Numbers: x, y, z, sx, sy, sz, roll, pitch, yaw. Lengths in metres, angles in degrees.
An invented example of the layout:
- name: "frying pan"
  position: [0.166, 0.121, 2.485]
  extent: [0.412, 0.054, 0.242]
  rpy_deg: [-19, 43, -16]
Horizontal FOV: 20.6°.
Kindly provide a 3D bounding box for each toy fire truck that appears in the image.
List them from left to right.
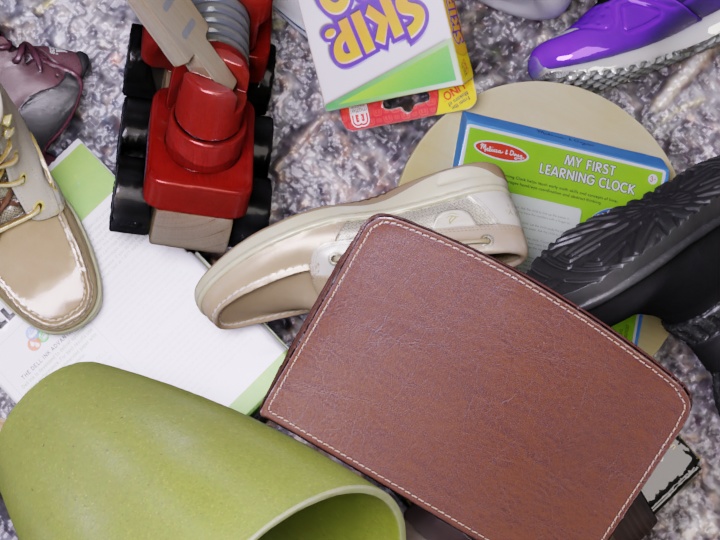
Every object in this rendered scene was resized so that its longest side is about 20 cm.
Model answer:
- name: "toy fire truck"
  position: [-0.102, -0.135, 1.163]
  extent: [0.127, 0.201, 0.177]
  rpy_deg: [8, 49, -9]

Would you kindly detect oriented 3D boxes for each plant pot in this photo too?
- name: "plant pot"
  position: [-0.108, 0.142, 1.098]
  extent: [0.200, 0.187, 0.188]
  rpy_deg: [37, 84, 33]

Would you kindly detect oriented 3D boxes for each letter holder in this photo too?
- name: "letter holder"
  position: [0.069, 0.054, 1.087]
  extent: [0.199, 0.101, 0.143]
  rpy_deg: [30, 110, -1]

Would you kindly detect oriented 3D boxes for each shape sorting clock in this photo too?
- name: "shape sorting clock"
  position: [0.113, -0.017, 1.232]
  extent: [0.198, 0.039, 0.202]
  rpy_deg: [0, 89, -13]

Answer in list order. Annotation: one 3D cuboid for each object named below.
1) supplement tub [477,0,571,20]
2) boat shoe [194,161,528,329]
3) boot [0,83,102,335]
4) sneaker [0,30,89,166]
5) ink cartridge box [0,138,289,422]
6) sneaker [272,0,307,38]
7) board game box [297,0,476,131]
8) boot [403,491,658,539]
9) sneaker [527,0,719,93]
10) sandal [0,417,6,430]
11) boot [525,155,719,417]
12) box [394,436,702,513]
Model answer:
- name: "supplement tub"
  position: [0.115, -0.273, 1.246]
  extent: [0.131, 0.132, 0.201]
  rpy_deg: [30, 85, -2]
- name: "boat shoe"
  position: [0.000, 0.000, 1.163]
  extent: [0.198, 0.072, 0.066]
  rpy_deg: [-19, 68, 0]
- name: "boot"
  position: [-0.213, -0.054, 1.133]
  extent: [0.072, 0.155, 0.201]
  rpy_deg: [-28, 91, -8]
- name: "sneaker"
  position: [-0.233, -0.149, 1.249]
  extent: [0.114, 0.076, 0.202]
  rpy_deg: [-12, 98, -10]
- name: "ink cartridge box"
  position: [-0.153, 0.042, 1.237]
  extent: [0.148, 0.076, 0.200]
  rpy_deg: [-44, 82, -5]
- name: "sneaker"
  position: [-0.036, -0.192, 1.259]
  extent: [0.199, 0.071, 0.074]
  rpy_deg: [27, 85, -2]
- name: "board game box"
  position: [0.004, -0.186, 1.198]
  extent: [0.095, 0.030, 0.202]
  rpy_deg: [-9, 106, 25]
- name: "boot"
  position: [0.081, 0.127, 1.189]
  extent: [0.145, 0.070, 0.201]
  rpy_deg: [-31, 100, 5]
- name: "sneaker"
  position: [0.187, -0.183, 1.279]
  extent: [0.198, 0.070, 0.100]
  rpy_deg: [-21, 87, -13]
- name: "sandal"
  position: [-0.295, 0.097, 1.232]
  extent: [0.209, 0.078, 0.070]
  rpy_deg: [-2, 48, 13]
- name: "boot"
  position: [0.200, 0.034, 1.195]
  extent: [0.210, 0.079, 0.159]
  rpy_deg: [-27, 108, -31]
- name: "box"
  position: [0.094, 0.104, 1.263]
  extent: [0.159, 0.049, 0.200]
  rpy_deg: [-42, 90, -7]
